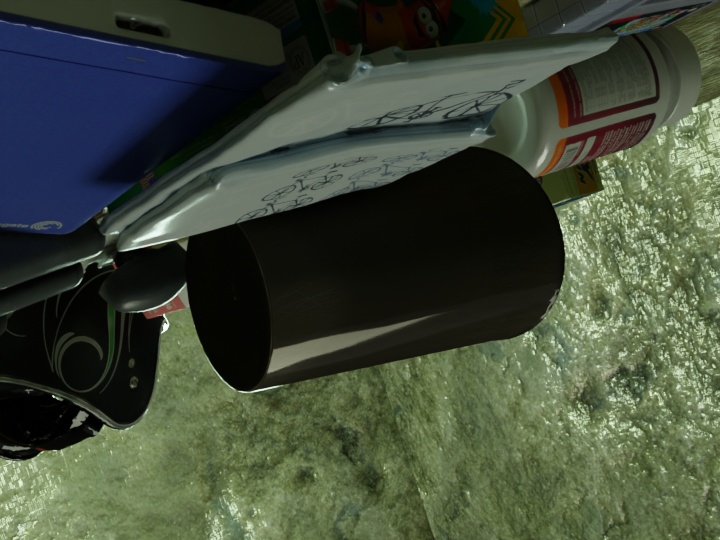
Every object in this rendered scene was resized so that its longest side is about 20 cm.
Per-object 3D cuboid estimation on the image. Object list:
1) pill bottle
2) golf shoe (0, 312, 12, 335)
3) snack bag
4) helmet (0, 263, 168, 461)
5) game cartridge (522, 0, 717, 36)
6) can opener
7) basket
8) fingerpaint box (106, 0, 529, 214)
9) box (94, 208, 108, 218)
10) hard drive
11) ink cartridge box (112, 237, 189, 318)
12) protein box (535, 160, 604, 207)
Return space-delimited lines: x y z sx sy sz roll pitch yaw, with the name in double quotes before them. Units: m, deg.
"pill bottle" 0.190 -0.149 0.848 0.198 0.111 0.109 -18 179 -31
"golf shoe" -0.291 0.007 0.617 0.197 0.079 0.095 5 -152 13
"snack bag" 0.001 -0.060 0.463 0.187 0.022 0.199 -17 176 -41
"helmet" -0.267 0.051 0.867 0.197 0.193 0.201 2 145 1
"game cartridge" 0.220 -0.203 0.712 0.198 0.039 0.129 -19 175 -34
"can opener" -0.161 0.001 0.575 0.053 0.067 0.200 -49 172 25
"basket" 0.000 0.000 0.648 0.198 0.138 0.179 -13 -171 -34
"fingerpaint box" -0.029 -0.096 0.551 0.199 0.074 0.166 -19 179 42
"box" -0.151 -0.065 0.698 0.075 0.051 0.199 -17 180 33
"hard drive" -0.143 -0.062 0.435 0.131 0.026 0.199 1 162 -42
"ink cartridge box" -0.095 -0.042 0.835 0.198 0.068 0.117 -16 -145 15
"protein box" 0.135 -0.114 1.080 0.198 0.136 0.198 -19 179 25
